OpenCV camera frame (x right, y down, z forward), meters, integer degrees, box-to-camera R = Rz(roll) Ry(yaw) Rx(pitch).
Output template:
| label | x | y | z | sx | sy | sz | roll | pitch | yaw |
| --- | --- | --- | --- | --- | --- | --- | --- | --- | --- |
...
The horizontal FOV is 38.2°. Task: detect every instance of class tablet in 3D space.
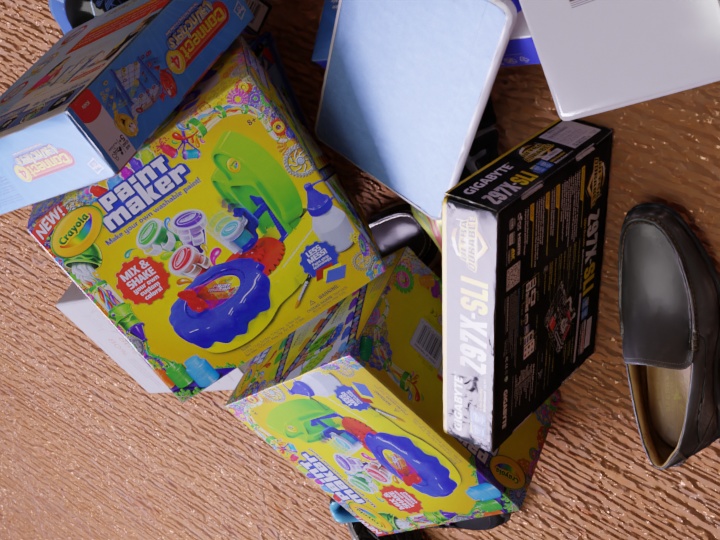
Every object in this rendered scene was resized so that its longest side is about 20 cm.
| label | x | y | z | sx | sy | sz | roll | pitch | yaw |
| --- | --- | --- | --- | --- | --- | --- | --- | --- | --- |
| tablet | 0.031 | -0.135 | 0.733 | 0.130 | 0.014 | 0.201 | 36 | 142 | 17 |

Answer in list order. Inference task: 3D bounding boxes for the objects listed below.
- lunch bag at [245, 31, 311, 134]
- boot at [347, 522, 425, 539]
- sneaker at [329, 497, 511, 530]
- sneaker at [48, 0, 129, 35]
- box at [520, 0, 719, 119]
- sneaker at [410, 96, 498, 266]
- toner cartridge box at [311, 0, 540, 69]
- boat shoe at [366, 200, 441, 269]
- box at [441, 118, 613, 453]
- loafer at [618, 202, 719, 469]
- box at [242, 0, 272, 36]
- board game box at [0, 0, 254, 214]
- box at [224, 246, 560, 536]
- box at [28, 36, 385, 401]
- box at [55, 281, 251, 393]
| label | x | y | z | sx | sy | sz | roll | pitch | yaw |
| --- | --- | --- | --- | --- | --- | --- | --- | --- | --- |
| lunch bag | -0.104 | -0.100 | 0.973 | 0.150 | 0.094 | 0.201 | -5 | 123 | 49 |
| boot | 0.021 | 0.354 | 1.151 | 0.182 | 0.072 | 0.200 | 49 | 144 | 10 |
| sneaker | 0.057 | 0.232 | 1.021 | 0.199 | 0.082 | 0.074 | -5 | 110 | 44 |
| sneaker | -0.216 | -0.200 | 0.966 | 0.077 | 0.070 | 0.200 | 27 | 168 | 17 |
| box | 0.172 | -0.191 | 0.550 | 0.106 | 0.200 | 0.153 | -10 | 108 | 47 |
| sneaker | 0.065 | -0.077 | 0.828 | 0.090 | 0.078 | 0.202 | -3 | 109 | 54 |
| toner cartridge box | 0.058 | -0.194 | 0.748 | 0.199 | 0.043 | 0.096 | 3 | 78 | 41 |
| boat shoe | 0.000 | 0.000 | 0.941 | 0.200 | 0.065 | 0.074 | -35 | 88 | 47 |
| box | 0.122 | 0.010 | 0.764 | 0.049 | 0.159 | 0.201 | 19 | 127 | 33 |
| loafer | 0.224 | 0.051 | 0.760 | 0.072 | 0.072 | 0.201 | -3 | 112 | 45 |
| box | -0.189 | -0.260 | 0.892 | 0.199 | 0.143 | 0.036 | 23 | 87 | 43 |
| board game box | -0.205 | -0.134 | 0.789 | 0.199 | 0.196 | 0.056 | -10 | 127 | 41 |
| box | 0.027 | 0.114 | 0.903 | 0.200 | 0.122 | 0.192 | 43 | 142 | -17 |
| box | -0.120 | -0.041 | 0.832 | 0.199 | 0.122 | 0.193 | -33 | 117 | 7 |
| box | -0.187 | 0.038 | 1.073 | 0.199 | 0.107 | 0.152 | -8 | 131 | 44 |
